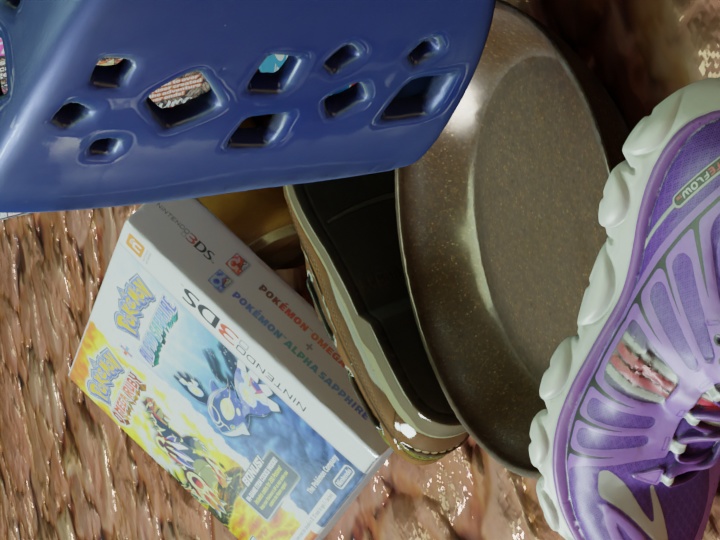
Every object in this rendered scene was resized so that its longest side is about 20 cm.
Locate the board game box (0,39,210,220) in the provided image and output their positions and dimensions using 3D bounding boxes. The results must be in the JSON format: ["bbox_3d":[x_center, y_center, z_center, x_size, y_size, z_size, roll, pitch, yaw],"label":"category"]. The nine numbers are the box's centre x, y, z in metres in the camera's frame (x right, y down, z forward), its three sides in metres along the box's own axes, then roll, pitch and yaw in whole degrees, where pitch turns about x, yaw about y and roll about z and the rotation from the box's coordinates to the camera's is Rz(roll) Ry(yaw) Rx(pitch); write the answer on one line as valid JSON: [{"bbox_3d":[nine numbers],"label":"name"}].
[{"bbox_3d":[-0.163,-0.122,0.936,0.200,0.158,0.097,106,145,-61],"label":"board game box"}]

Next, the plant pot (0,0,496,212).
[{"bbox_3d":[-0.048,-0.152,0.649,0.180,0.198,0.202,-43,59,55],"label":"plant pot"}]

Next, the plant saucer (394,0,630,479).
[{"bbox_3d":[0.072,-0.015,0.773,0.200,0.036,0.202,170,90,-67],"label":"plant saucer"}]

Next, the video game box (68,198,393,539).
[{"bbox_3d":[-0.072,0.067,1.022,0.182,0.047,0.200,44,148,8],"label":"video game box"}]

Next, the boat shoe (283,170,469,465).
[{"bbox_3d":[0.000,0.000,0.900,0.068,0.071,0.201,123,134,-57],"label":"boat shoe"}]

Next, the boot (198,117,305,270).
[{"bbox_3d":[-0.078,-0.066,1.059,0.201,0.070,0.145,158,101,-71],"label":"boot"}]

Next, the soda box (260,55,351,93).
[{"bbox_3d":[-0.032,-0.155,0.909,0.068,0.064,0.201,103,148,-42],"label":"soda box"}]

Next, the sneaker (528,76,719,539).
[{"bbox_3d":[0.116,0.035,0.640,0.083,0.080,0.201,45,138,45],"label":"sneaker"}]
